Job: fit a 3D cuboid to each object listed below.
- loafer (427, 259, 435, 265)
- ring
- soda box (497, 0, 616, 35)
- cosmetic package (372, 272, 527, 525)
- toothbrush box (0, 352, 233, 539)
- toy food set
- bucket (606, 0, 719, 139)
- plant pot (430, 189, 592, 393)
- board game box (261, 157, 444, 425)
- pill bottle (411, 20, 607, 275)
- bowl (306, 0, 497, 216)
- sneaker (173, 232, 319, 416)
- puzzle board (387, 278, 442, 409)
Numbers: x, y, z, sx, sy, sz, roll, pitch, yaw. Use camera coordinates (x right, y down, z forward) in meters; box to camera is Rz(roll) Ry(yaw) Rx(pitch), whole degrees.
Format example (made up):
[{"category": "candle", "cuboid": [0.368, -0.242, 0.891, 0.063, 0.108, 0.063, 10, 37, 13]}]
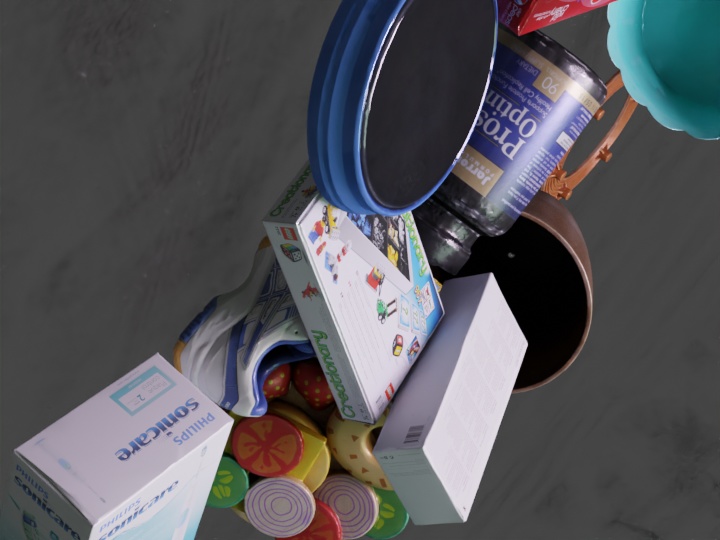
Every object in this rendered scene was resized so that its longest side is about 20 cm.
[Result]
[{"category": "loafer", "cuboid": [0.107, -0.094, 1.414, 0.201, 0.068, 0.070, -53, 157, -5]}, {"category": "ring", "cuboid": [0.271, -0.155, 1.811, 0.200, 0.019, 0.201, -46, 161, -20]}, {"category": "soda box", "cuboid": [0.154, -0.239, 1.237, 0.200, 0.070, 0.064, -28, 152, -54]}, {"category": "cosmetic package", "cuboid": [0.073, 0.099, 1.259, 0.083, 0.050, 0.200, 59, 36, -28]}, {"category": "toothbrush box", "cuboid": [-0.188, 0.180, 1.172, 0.146, 0.085, 0.200, -36, 158, -41]}, {"category": "toy food set", "cuboid": [-0.040, 0.153, 1.331, 0.198, 0.199, 0.049, -60, -171, 25]}, {"category": "bucket", "cuboid": [0.348, -0.235, 1.542, 0.208, 0.207, 0.135, -59, 172, 22]}, {"category": "plant pot", "cuboid": [0.148, -0.005, 1.560, 0.187, 0.186, 0.200, -60, 176, 26]}, {"category": "board game box", "cuboid": [0.000, 0.000, 1.188, 0.126, 0.034, 0.201, -55, 139, -38]}, {"category": "pill bottle", "cuboid": [0.104, -0.101, 1.320, 0.200, 0.112, 0.112, -54, 163, 4]}, {"category": "bowl", "cuboid": [0.034, -0.131, 1.101, 0.201, 0.039, 0.201, -43, 144, -42]}, {"category": "sneaker", "cuboid": [-0.049, 0.023, 1.214, 0.200, 0.088, 0.075, -52, 162, -6]}, {"category": "puzzle board", "cuboid": [0.030, 0.039, 1.342, 0.017, 0.151, 0.200, -52, 165, 28]}]
